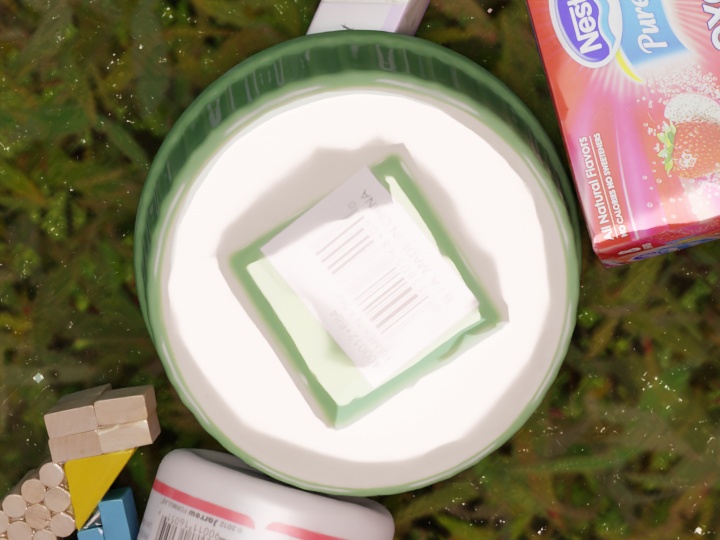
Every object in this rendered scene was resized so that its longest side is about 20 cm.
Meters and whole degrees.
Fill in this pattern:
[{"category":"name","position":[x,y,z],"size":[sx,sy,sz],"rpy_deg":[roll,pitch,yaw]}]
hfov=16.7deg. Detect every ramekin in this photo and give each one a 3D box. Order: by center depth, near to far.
[{"category":"ramekin","position":[0.000,0.000,1.045],"size":[0.200,0.098,0.200],"rpy_deg":[0,99,-1]}]

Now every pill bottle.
[{"category":"pill bottle","position":[-0.062,0.185,1.063],"size":[0.109,0.109,0.200],"rpy_deg":[17,89,10]}]

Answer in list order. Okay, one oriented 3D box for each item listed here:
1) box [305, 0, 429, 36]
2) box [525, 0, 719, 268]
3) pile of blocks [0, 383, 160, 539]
[{"category":"box","position":[0.014,-0.138,1.109],"size":[0.041,0.039,0.200],"rpy_deg":[25,90,11]},{"category":"box","position":[0.125,-0.110,1.060],"size":[0.100,0.095,0.200],"rpy_deg":[-15,84,9]},{"category":"pile of blocks","position":[-0.146,0.132,1.110],"size":[0.082,0.062,0.200],"rpy_deg":[40,101,-2]}]
